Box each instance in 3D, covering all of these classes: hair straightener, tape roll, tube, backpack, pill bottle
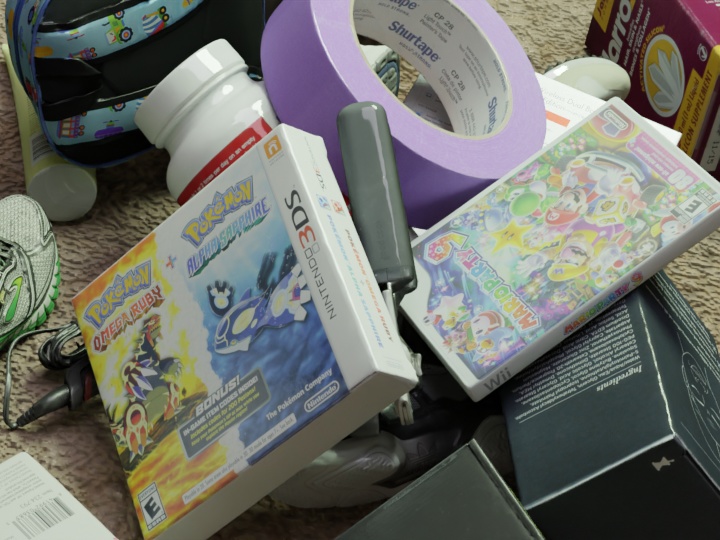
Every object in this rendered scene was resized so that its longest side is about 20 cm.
[{"bbox_3d":[-0.166,0.045,1.299,0.077,0.041,0.199,37,51,27],"label":"hair straightener"},{"bbox_3d":[0.031,-0.128,1.324,0.199,0.066,0.201,24,44,-25],"label":"tape roll"},{"bbox_3d":[-0.228,-0.115,1.457,0.058,0.052,0.201,39,22,-35],"label":"tube"},{"bbox_3d":[-0.170,-0.177,1.387,0.199,0.184,0.134,-30,44,-30],"label":"backpack"},{"bbox_3d":[-0.059,-0.054,1.320,0.200,0.112,0.112,49,48,2],"label":"pill bottle"}]

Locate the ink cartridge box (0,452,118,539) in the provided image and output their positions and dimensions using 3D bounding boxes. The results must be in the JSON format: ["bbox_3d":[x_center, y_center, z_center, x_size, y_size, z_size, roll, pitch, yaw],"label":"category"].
[{"bbox_3d":[-0.173,0.205,1.086,0.116,0.068,0.200,-29,55,-36],"label":"ink cartridge box"}]

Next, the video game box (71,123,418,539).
[{"bbox_3d":[-0.077,0.041,1.179,0.047,0.200,0.183,22,39,-48],"label":"video game box"}]

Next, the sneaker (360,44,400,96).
[{"bbox_3d":[-0.045,-0.121,1.498,0.086,0.075,0.200,16,33,24],"label":"sneaker"}]

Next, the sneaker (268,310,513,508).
[{"bbox_3d":[0.014,0.084,1.241,0.198,0.076,0.115,-4,64,-25],"label":"sneaker"}]

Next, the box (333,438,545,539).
[{"bbox_3d":[0.034,0.223,1.058,0.199,0.048,0.194,-35,54,1],"label":"box"}]

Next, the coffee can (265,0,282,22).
[{"bbox_3d":[-0.010,-0.269,1.601,0.199,0.147,0.147,-16,47,-29],"label":"coffee can"}]

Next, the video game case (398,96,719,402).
[{"bbox_3d":[0.118,-0.018,1.213,0.199,0.018,0.143,-36,40,-4],"label":"video game case"}]

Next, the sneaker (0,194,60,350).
[{"bbox_3d":[-0.249,0.013,1.274,0.077,0.086,0.201,14,40,3],"label":"sneaker"}]

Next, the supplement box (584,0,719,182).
[{"bbox_3d":[0.278,-0.182,1.582,0.102,0.132,0.201,-6,43,-19],"label":"supplement box"}]

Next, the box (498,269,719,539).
[{"bbox_3d":[0.166,0.092,1.210,0.106,0.149,0.201,-29,38,18],"label":"box"}]

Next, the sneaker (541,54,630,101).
[{"bbox_3d":[0.142,-0.100,1.512,0.198,0.071,0.094,-19,58,-27],"label":"sneaker"}]

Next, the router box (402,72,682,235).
[{"bbox_3d":[0.108,-0.056,1.409,0.199,0.049,0.180,25,67,15],"label":"router box"}]

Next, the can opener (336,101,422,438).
[{"bbox_3d":[0.000,0.000,1.185,0.066,0.053,0.202,-11,77,3],"label":"can opener"}]
